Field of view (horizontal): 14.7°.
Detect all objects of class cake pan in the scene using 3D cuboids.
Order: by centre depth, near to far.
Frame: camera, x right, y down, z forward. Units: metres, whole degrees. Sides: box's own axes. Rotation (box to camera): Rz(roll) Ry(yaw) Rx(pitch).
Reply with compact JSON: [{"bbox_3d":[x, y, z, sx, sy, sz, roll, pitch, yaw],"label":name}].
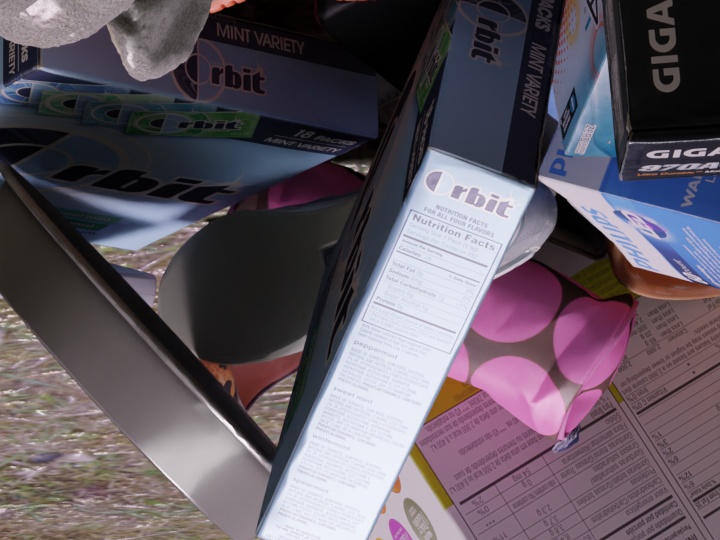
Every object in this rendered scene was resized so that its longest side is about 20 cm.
[{"bbox_3d":[-0.095,0.039,1.176,0.037,0.200,0.200,-42,157,-2],"label":"cake pan"}]

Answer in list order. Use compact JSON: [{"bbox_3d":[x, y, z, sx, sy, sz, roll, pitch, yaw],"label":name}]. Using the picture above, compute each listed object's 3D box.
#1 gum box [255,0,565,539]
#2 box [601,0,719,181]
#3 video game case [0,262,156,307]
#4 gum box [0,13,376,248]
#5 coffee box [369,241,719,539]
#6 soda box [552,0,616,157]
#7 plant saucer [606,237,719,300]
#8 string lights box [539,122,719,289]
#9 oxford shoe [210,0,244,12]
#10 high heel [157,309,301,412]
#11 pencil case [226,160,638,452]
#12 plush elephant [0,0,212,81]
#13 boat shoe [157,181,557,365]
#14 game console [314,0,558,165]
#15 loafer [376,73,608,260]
[{"bbox_3d":[0.022,-0.014,1.078,0.044,0.170,0.201,21,128,-5],"label":"gum box"},{"bbox_3d":[0.153,-0.133,0.903,0.158,0.201,0.046,-3,163,0],"label":"box"},{"bbox_3d":[-0.224,-0.015,1.287,0.182,0.022,0.199,14,-176,39],"label":"video game case"},{"bbox_3d":[-0.118,-0.065,1.238,0.169,0.045,0.200,10,160,-35],"label":"gum box"},{"bbox_3d":[0.107,0.107,1.473,0.199,0.198,0.200,-30,168,-18],"label":"coffee box"},{"bbox_3d":[0.125,-0.126,1.047,0.063,0.069,0.200,1,146,-12],"label":"soda box"},{"bbox_3d":[0.207,-0.051,1.333,0.199,0.038,0.200,-19,158,-8],"label":"plant saucer"},{"bbox_3d":[0.183,-0.022,1.144,0.199,0.059,0.103,17,168,35],"label":"string lights box"},{"bbox_3d":[-0.045,-0.144,1.067,0.199,0.071,0.073,-4,127,24],"label":"oxford shoe"},{"bbox_3d":[-0.024,0.028,1.387,0.142,0.200,0.072,-2,120,11],"label":"high heel"},{"bbox_3d":[0.032,0.006,1.346,0.199,0.091,0.094,29,-154,7],"label":"pencil case"},{"bbox_3d":[-0.122,-0.133,0.910,0.199,0.156,0.165,-11,160,20],"label":"plush elephant"},{"bbox_3d":[0.000,-0.001,1.261,0.200,0.071,0.071,-18,164,33],"label":"boat shoe"},{"bbox_3d":[0.106,-0.112,1.154,0.199,0.031,0.177,-24,150,24],"label":"game console"},{"bbox_3d":[0.069,-0.056,1.300,0.070,0.070,0.200,-17,157,32],"label":"loafer"}]
